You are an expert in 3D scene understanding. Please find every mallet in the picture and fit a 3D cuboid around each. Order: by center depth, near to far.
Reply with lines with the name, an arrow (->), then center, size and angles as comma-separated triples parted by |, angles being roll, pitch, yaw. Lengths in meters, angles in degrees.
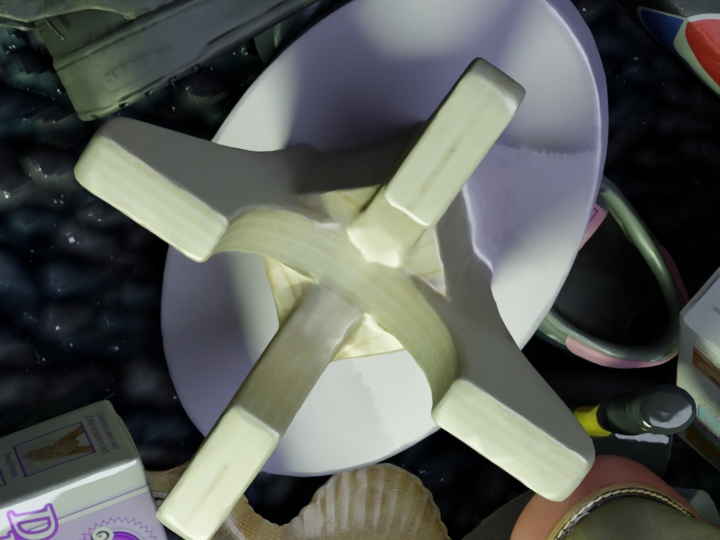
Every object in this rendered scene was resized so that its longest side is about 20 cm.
mallet -> 0.076, 0.048, 1.004 | 0.066, 0.200, 0.041 | 4, 85, 4

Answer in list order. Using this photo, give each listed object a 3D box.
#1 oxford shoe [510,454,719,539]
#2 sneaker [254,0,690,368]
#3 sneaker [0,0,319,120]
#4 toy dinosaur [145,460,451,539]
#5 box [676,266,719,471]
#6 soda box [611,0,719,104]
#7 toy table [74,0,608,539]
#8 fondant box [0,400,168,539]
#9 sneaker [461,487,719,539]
oxford shoe -> 0.132, 0.126, 1.002 | 0.200, 0.075, 0.071 | 22, 107, -43
sneaker -> 0.047, -0.039, 1.043 | 0.200, 0.082, 0.070 | 42, 84, -27
sneaker -> -0.056, -0.123, 0.974 | 0.200, 0.060, 0.104 | -29, 95, -6
toy dinosaur -> 0.008, 0.120, 1.080 | 0.200, 0.058, 0.101 | 12, 97, -27
box -> 0.183, 0.037, 1.048 | 0.112, 0.200, 0.101 | 41, 83, 13
soda box -> 0.138, -0.104, 1.080 | 0.200, 0.063, 0.071 | 40, 85, -27
toy table -> 0.000, 0.000, 0.971 | 0.183, 0.117, 0.200 | 24, 111, 3
fondant box -> -0.150, 0.148, 0.997 | 0.200, 0.058, 0.145 | -21, 111, -9
sneaker -> 0.062, 0.172, 1.061 | 0.199, 0.080, 0.115 | -51, 134, -37
